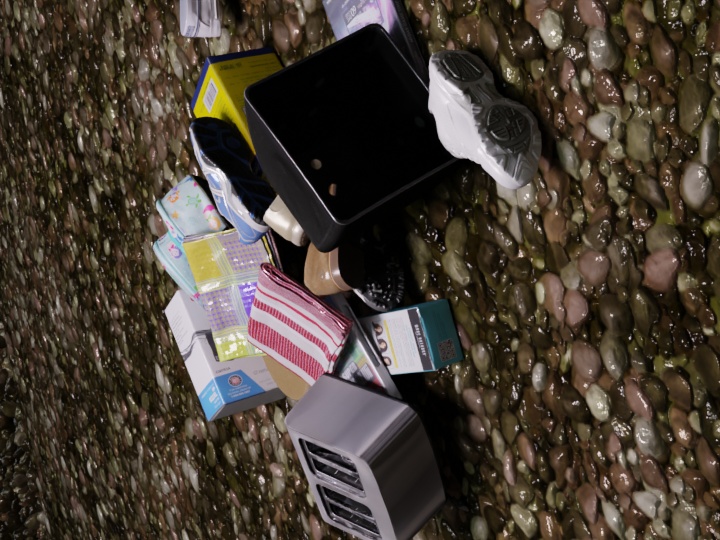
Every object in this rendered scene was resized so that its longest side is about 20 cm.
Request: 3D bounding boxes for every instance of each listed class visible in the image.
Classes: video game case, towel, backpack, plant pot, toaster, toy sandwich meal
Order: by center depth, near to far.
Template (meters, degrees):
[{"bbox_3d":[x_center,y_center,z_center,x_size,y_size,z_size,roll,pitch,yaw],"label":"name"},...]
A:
[{"bbox_3d":[-0.015,-0.136,1.458,0.201,0.199,0.178,53,157,14],"label":"plant pot"},{"bbox_3d":[0.019,-0.283,1.514,0.143,0.019,0.202,-35,72,58],"label":"video game case"},{"bbox_3d":[0.014,0.250,1.572,0.199,0.119,0.182,16,136,40],"label":"toaster"},{"bbox_3d":[-0.088,0.083,1.632,0.144,0.023,0.200,34,148,10],"label":"towel"},{"bbox_3d":[-0.022,0.116,1.652,0.201,0.017,0.143,60,150,14],"label":"video game case"},{"bbox_3d":[-0.169,0.032,1.722,0.142,0.023,0.202,-8,107,24],"label":"towel"},{"bbox_3d":[-0.090,0.101,1.820,0.205,0.070,0.207,40,139,45],"label":"toy sandwich meal"},{"bbox_3d":[-0.227,-0.042,1.826,0.201,0.150,0.178,56,180,-7],"label":"backpack"}]

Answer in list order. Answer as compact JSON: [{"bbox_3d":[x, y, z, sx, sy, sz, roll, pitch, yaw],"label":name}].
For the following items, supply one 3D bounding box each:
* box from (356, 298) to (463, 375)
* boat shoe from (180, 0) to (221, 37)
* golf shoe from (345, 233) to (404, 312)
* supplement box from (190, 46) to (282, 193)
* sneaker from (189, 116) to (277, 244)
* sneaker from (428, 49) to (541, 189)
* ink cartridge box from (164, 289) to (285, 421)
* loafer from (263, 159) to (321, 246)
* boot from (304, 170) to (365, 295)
[{"bbox_3d":[0.052,0.091,1.590,0.200,0.049,0.083,-14,92,60],"label":"box"},{"bbox_3d":[-0.235,-0.437,1.821,0.074,0.065,0.202,141,132,-65],"label":"boat shoe"},{"bbox_3d":[0.000,0.000,1.626,0.095,0.077,0.200,92,155,-42],"label":"golf shoe"},{"bbox_3d":[-0.146,-0.203,1.731,0.201,0.108,0.110,62,147,22],"label":"supplement box"},{"bbox_3d":[-0.182,-0.123,1.646,0.201,0.075,0.077,60,142,23],"label":"sneaker"},{"bbox_3d":[0.134,-0.151,1.340,0.100,0.077,0.201,101,150,-47],"label":"sneaker"},{"bbox_3d":[-0.204,0.118,1.931,0.201,0.144,0.084,65,148,16],"label":"ink cartridge box"},{"bbox_3d":[-0.074,-0.126,1.593,0.076,0.068,0.201,110,178,-54],"label":"loafer"},{"bbox_3d":[-0.036,-0.060,1.573,0.075,0.073,0.201,-20,51,37],"label":"boot"}]
